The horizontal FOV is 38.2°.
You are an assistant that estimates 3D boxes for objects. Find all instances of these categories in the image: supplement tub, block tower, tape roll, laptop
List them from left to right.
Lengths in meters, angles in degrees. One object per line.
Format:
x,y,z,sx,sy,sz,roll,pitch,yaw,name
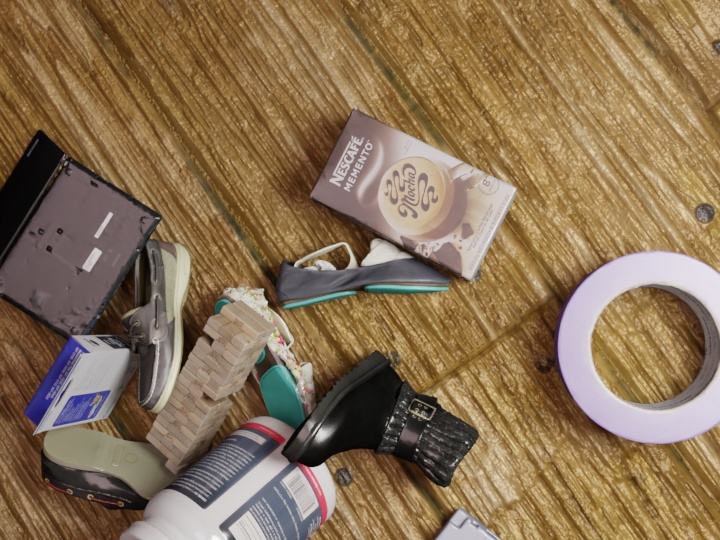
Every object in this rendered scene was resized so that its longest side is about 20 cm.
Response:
-0.351,-0.042,1.208,0.200,0.103,0.177,32,92,-1,laptop
-0.170,0.130,1.151,0.058,0.054,0.200,37,114,18,block tower
-0.136,0.261,1.092,0.140,0.140,0.200,48,55,7,supplement tub
0.309,0.081,1.110,0.199,0.085,0.201,0,87,8,tape roll

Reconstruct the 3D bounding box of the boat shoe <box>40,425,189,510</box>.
-0.268,0.238,1.193,0.201,0.074,0.063,17,126,-2,boat shoe

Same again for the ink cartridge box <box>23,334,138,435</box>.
-0.302,0.120,1.130,0.039,0.200,0.100,32,90,7,ink cartridge box

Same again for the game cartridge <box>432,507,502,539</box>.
0.146,0.375,1.143,0.200,0.040,0.133,39,89,8,game cartridge

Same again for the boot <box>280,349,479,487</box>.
0.028,0.178,1.091,0.158,0.211,0.079,42,126,10,boot

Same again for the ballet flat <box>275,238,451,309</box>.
0.000,0.000,1.164,0.199,0.073,0.073,-7,87,9,ballet flat

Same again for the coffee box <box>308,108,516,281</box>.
0.059,-0.082,1.152,0.200,0.080,0.113,27,92,8,coffee box

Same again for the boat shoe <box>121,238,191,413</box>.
-0.236,0.058,1.163,0.066,0.072,0.201,17,64,-30,boat shoe

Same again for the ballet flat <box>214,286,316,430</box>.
-0.091,0.101,1.172,0.076,0.064,0.200,-34,83,45,ballet flat
